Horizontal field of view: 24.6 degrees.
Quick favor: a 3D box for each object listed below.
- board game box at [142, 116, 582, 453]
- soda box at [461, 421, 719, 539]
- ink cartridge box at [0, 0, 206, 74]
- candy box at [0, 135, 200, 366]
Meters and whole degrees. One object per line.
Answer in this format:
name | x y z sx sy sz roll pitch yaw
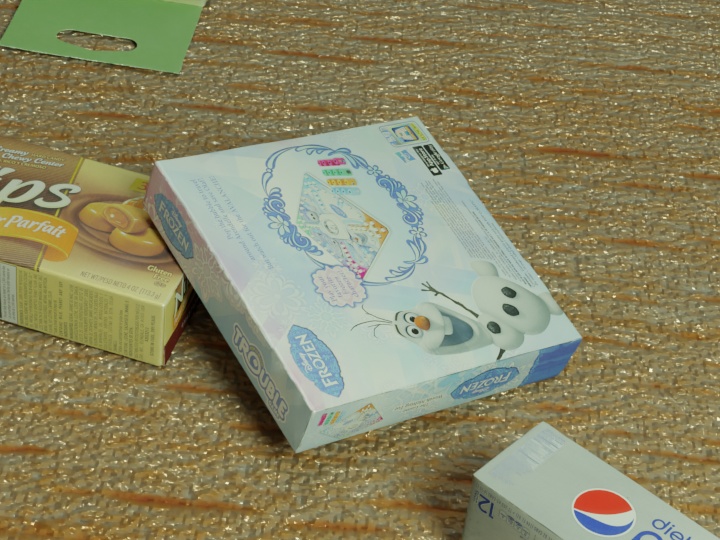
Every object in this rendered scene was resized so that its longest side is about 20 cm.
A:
board game box | 0.000 0.000 1.003 0.199 0.043 0.200 -12 54 -34
soda box | 0.147 0.165 0.848 0.200 0.068 0.063 33 46 29
ink cartridge box | -0.192 -0.235 1.311 0.145 0.048 0.200 9 36 1
candy box | -0.194 -0.020 1.034 0.200 0.055 0.115 15 39 10
